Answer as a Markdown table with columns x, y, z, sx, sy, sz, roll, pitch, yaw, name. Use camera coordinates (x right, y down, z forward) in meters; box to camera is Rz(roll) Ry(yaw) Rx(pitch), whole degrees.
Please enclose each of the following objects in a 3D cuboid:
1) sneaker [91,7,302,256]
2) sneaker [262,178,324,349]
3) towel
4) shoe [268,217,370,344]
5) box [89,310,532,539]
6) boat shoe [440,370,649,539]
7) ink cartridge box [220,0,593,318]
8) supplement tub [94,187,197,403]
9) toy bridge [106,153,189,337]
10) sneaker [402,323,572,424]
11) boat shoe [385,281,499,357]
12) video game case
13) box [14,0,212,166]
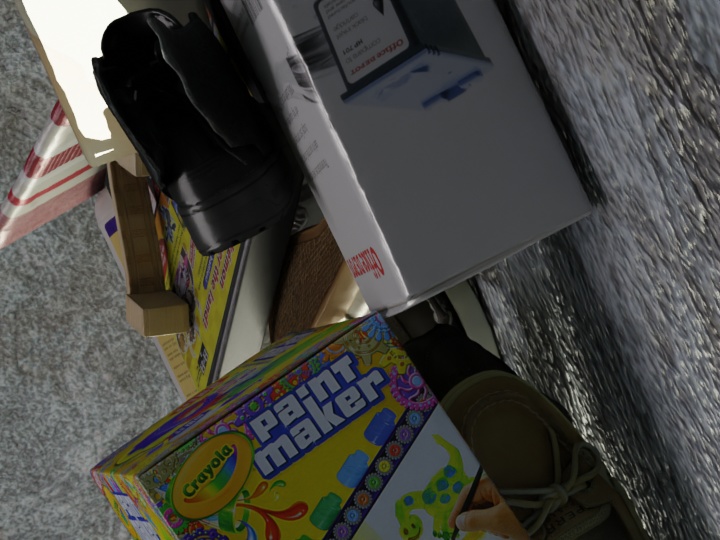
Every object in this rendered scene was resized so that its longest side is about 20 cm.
| x | y | z | sx | sy | sz | roll | pitch | yaw | name |
| --- | --- | --- | --- | --- | --- | --- | --- | --- | --- |
| -0.070 | -0.071 | 1.064 | 0.104 | 0.060 | 0.200 | 60 | -172 | -14 | sneaker |
| -0.018 | -0.036 | 1.325 | 0.114 | 0.075 | 0.200 | -82 | 2 | -53 | sneaker |
| -0.139 | -0.098 | 1.447 | 0.023 | 0.144 | 0.200 | 48 | 138 | 9 | towel |
| 0.000 | 0.000 | 1.213 | 0.200 | 0.053 | 0.070 | 125 | 143 | -59 | shoe |
| -0.007 | 0.132 | 1.084 | 0.193 | 0.122 | 0.200 | 56 | 168 | -3 | box |
| 0.102 | 0.135 | 1.123 | 0.201 | 0.073 | 0.063 | 64 | 163 | -7 | boat shoe |
| 0.004 | -0.089 | 0.999 | 0.200 | 0.086 | 0.146 | 63 | 173 | 0 | ink cartridge box |
| -0.061 | 0.016 | 1.532 | 0.200 | 0.145 | 0.145 | 64 | 172 | 3 | supplement tub |
| -0.114 | -0.064 | 1.295 | 0.067 | 0.027 | 0.200 | -146 | 53 | -63 | toy bridge |
| 0.056 | 0.093 | 1.246 | 0.091 | 0.076 | 0.200 | 49 | 157 | 26 | sneaker |
| 0.049 | 0.082 | 1.324 | 0.072 | 0.061 | 0.201 | 52 | 165 | 55 | boat shoe |
| -0.082 | -0.058 | 1.291 | 0.200 | 0.025 | 0.181 | 106 | 148 | -42 | video game case |
| -0.117 | -0.133 | 1.125 | 0.200 | 0.078 | 0.095 | 77 | 171 | -69 | box |
